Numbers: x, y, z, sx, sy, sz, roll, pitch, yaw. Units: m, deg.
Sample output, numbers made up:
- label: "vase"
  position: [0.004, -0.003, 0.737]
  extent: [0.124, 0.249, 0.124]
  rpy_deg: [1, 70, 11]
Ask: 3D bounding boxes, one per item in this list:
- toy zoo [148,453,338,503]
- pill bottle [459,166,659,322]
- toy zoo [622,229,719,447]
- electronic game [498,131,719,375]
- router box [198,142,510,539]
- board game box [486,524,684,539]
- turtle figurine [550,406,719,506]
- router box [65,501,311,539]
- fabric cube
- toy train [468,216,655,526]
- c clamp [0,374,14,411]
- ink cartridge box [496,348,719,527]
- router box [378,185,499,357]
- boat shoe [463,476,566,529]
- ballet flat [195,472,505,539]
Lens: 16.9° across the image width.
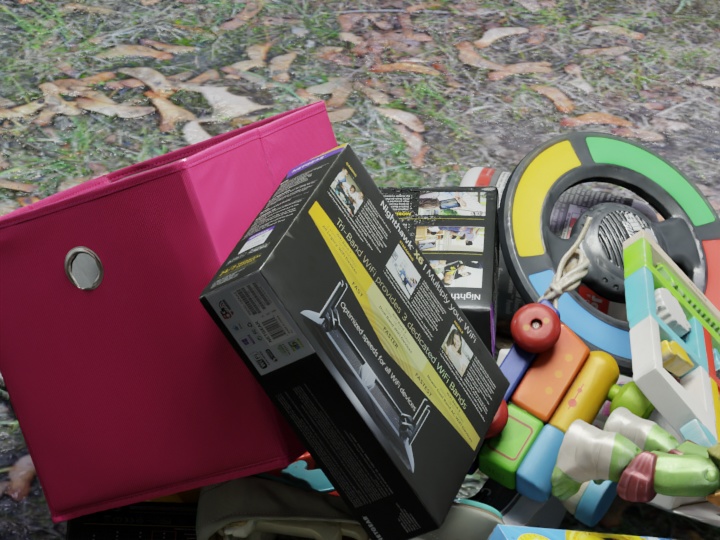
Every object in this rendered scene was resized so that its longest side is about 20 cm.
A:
- label: "toy zoo"
  position: [-0.082, 0.144, 1.716]
  extent: [0.199, 0.021, 0.131]
  rpy_deg: [-13, 35, -25]
- label: "pill bottle"
  position: [0.169, -0.007, 1.911]
  extent: [0.199, 0.116, 0.116]
  rpy_deg: [12, 32, 9]
- label: "toy zoo"
  position: [0.229, 0.072, 1.656]
  extent: [0.020, 0.131, 0.200]
  rpy_deg: [-35, 26, 23]
- label: "electronic game"
  position: [0.192, -0.014, 1.799]
  extent: [0.199, 0.042, 0.201]
  rpy_deg: [13, 57, -21]
- label: "router box"
  position: [0.001, 0.045, 1.499]
  extent: [0.052, 0.200, 0.157]
  rpy_deg: [-24, 19, 33]
- label: "board game box"
  position: [0.187, 0.245, 1.470]
  extent: [0.195, 0.056, 0.200]
  rpy_deg: [9, 33, -35]
- label: "turtle figurine"
  position: [0.220, 0.166, 1.498]
  extent: [0.193, 0.201, 0.144]
  rpy_deg: [18, 46, 29]
- label: "router box"
  position: [-0.096, 0.218, 1.565]
  extent: [0.199, 0.062, 0.150]
  rpy_deg: [2, 30, -2]
- label: "fabric cube"
  position: [-0.112, 0.026, 1.586]
  extent: [0.195, 0.200, 0.200]
  rpy_deg: [-15, 7, 30]
- label: "toy train"
  position: [0.154, 0.068, 1.645]
  extent: [0.115, 0.085, 0.200]
  rpy_deg: [30, 73, 13]
- label: "c clamp"
  position: [-0.278, 0.062, 1.848]
  extent: [0.199, 0.027, 0.171]
  rpy_deg: [24, 31, 32]
- label: "ink cartridge box"
  position: [0.198, 0.117, 1.719]
  extent: [0.199, 0.068, 0.116]
  rpy_deg: [21, 9, 26]
- label: "router box"
  position: [0.000, 0.000, 1.765]
  extent: [0.199, 0.051, 0.149]
  rpy_deg: [0, 37, 6]
- label: "boat shoe"
  position: [0.076, 0.180, 1.639]
  extent: [0.066, 0.070, 0.200]
  rpy_deg: [18, 32, 22]
- label: "ballet flat"
  position: [-0.008, 0.172, 1.545]
  extent: [0.199, 0.068, 0.064]
  rpy_deg: [8, 59, 7]
